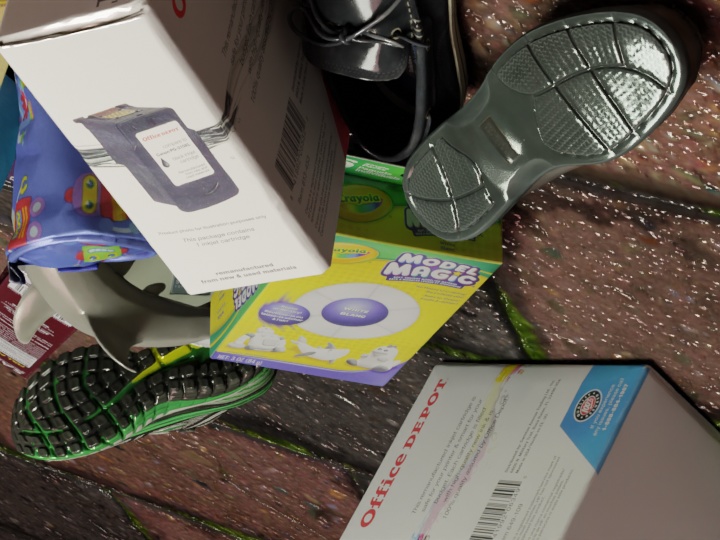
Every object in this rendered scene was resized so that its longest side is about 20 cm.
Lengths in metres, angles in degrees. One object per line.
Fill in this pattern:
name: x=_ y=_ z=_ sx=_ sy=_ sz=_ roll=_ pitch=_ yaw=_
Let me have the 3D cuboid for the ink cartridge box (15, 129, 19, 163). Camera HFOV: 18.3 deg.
ink cartridge box: x=-0.092 y=-0.047 z=1.267 sx=0.095 sy=0.037 sz=0.200 roll=-10 pitch=161 yaw=36

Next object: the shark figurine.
shark figurine: x=-0.125 y=0.029 z=1.361 sx=0.214 sy=0.128 sz=0.090 roll=15 pitch=-150 yaw=-27

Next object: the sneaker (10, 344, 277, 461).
sneaker: x=-0.150 y=0.094 z=1.576 sx=0.200 sy=0.078 sz=0.085 roll=-17 pitch=151 yaw=3

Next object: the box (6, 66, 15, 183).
box: x=-0.198 y=-0.129 z=1.288 sx=0.141 sy=0.079 sz=0.200 roll=35 pitch=157 yaw=-6

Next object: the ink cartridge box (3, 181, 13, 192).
ink cartridge box: x=-0.289 y=-0.112 z=1.467 sx=0.200 sy=0.044 sz=0.094 roll=18 pitch=153 yaw=27

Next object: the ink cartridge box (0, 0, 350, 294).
ink cartridge box: x=-0.081 y=-0.107 z=1.080 sx=0.084 sy=0.145 sz=0.200 roll=-9 pitch=141 yaw=22

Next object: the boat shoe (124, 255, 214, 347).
boat shoe: x=-0.074 y=0.021 z=1.471 sx=0.200 sy=0.070 sz=0.071 roll=7 pitch=169 yaw=38

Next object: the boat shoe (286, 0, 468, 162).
boat shoe: x=0.005 y=-0.123 z=1.072 sx=0.074 sy=0.062 sz=0.200 roll=21 pitch=154 yaw=25

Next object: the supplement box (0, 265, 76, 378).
supplement box: x=-0.202 y=-0.003 z=1.503 sx=0.061 sy=0.109 sz=0.200 roll=34 pitch=158 yaw=-9

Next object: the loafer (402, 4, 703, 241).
loafer: x=0.095 y=-0.080 z=1.069 sx=0.072 sy=0.063 sz=0.200 roll=56 pitch=139 yaw=-1

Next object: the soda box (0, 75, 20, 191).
soda box: x=-0.257 y=-0.110 z=1.169 sx=0.064 sy=0.068 sz=0.200 roll=8 pitch=157 yaw=33

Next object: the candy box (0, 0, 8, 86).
candy box: x=-0.217 y=-0.144 z=1.078 sx=0.055 sy=0.200 sz=0.115 roll=32 pitch=-162 yaw=37

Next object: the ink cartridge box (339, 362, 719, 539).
ink cartridge box: x=0.121 y=0.156 z=1.395 sx=0.146 sy=0.147 sz=0.200 roll=43 pitch=155 yaw=-29

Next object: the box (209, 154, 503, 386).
box: x=0.000 y=0.000 z=1.264 sx=0.117 sy=0.048 sz=0.200 roll=10 pitch=149 yaw=-19

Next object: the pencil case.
pencil case: x=-0.146 y=-0.093 z=1.141 sx=0.078 sy=0.201 sz=0.087 roll=-1 pitch=167 yaw=-18
